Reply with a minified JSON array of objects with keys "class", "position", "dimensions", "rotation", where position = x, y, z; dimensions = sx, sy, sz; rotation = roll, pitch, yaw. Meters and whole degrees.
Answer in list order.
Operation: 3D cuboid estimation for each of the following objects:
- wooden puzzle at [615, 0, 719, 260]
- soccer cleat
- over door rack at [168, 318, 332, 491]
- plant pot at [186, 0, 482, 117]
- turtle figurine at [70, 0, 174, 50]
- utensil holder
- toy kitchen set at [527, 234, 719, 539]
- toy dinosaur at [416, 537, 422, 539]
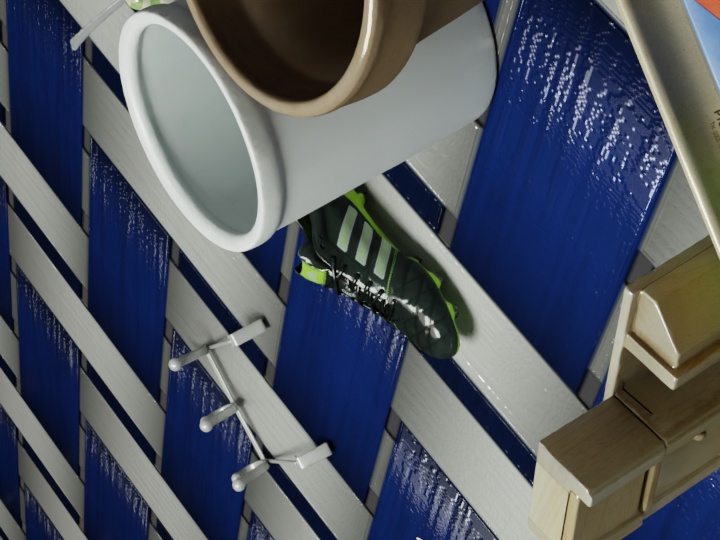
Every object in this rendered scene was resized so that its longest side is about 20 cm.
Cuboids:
[{"class":"wooden puzzle","position":[0.232,-0.089,0.848],"dimensions":[0.200,0.046,0.186],"rotation":[-21,94,24]},{"class":"soccer cleat","position":[0.000,0.000,1.476],"dimensions":[0.200,0.081,0.068],"rotation":[51,153,22]},{"class":"over door rack","position":[-0.120,0.136,1.858],"dimensions":[0.148,0.067,0.200],"rotation":[62,155,-2]},{"class":"plant pot","position":[0.009,-0.206,1.122],"dimensions":[0.200,0.174,0.201],"rotation":[29,129,43]},{"class":"turtle figurine","position":[-0.142,-0.256,1.403],"dimensions":[0.200,0.144,0.194],"rotation":[23,129,36]},{"class":"utensil holder","position":[-0.033,-0.130,1.268],"dimensions":[0.170,0.200,0.170],"rotation":[44,150,34]},{"class":"toy kitchen set","position":[0.223,0.095,1.012],"dimensions":[0.180,0.200,0.163],"rotation":[44,150,32]},{"class":"toy dinosaur","position":[0.134,0.282,1.563],"dimensions":[0.200,0.058,0.101],"rotation":[20,118,44]}]
